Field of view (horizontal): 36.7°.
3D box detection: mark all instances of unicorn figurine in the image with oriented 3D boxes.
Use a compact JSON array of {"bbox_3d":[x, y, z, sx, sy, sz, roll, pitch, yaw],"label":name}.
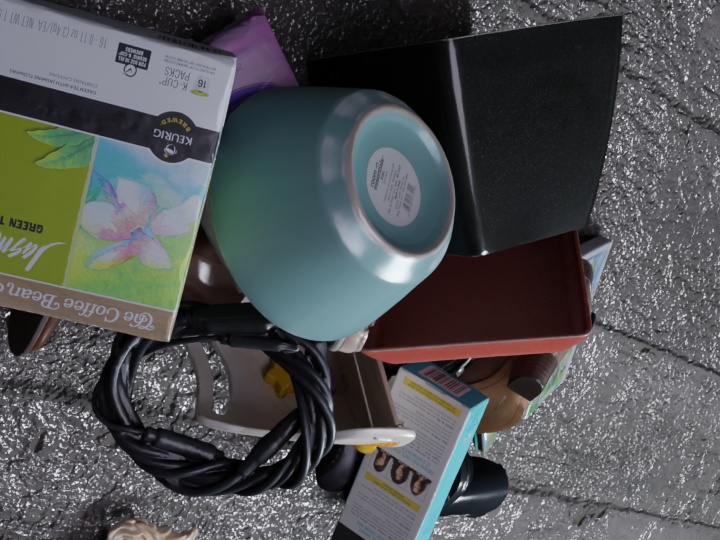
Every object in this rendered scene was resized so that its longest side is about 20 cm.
[{"bbox_3d":[-0.239,0.319,1.014,0.137,0.074,0.202,25,81,-33],"label":"unicorn figurine"}]

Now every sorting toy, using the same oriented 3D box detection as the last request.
[{"bbox_3d":[-0.069,0.087,0.982,0.178,0.201,0.107,3,142,-25],"label":"sorting toy"}]

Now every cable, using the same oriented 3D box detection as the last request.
[{"bbox_3d":[-0.119,0.107,0.887,0.198,0.051,0.165,-5,104,3],"label":"cable"}]

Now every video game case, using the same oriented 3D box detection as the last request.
[{"bbox_3d":[0.227,0.058,1.210,0.200,0.022,0.184,-16,125,-66],"label":"video game case"}]

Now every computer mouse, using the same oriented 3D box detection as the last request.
[{"bbox_3d":[0.019,0.134,1.058,0.058,0.034,0.201,24,100,-31],"label":"computer mouse"}]

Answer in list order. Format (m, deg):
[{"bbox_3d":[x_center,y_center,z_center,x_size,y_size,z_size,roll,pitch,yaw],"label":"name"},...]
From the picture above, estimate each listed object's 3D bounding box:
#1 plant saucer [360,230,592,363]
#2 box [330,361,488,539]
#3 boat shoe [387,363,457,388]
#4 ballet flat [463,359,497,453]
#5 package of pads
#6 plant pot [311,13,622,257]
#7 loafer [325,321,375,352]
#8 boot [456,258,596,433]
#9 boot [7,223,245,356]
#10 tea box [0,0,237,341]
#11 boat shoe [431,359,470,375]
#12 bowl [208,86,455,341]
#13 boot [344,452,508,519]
[{"bbox_3d":[0.103,0.017,0.991,0.198,0.200,0.037,-4,125,9],"label":"plant saucer"},{"bbox_3d":[0.046,0.193,1.043,0.049,0.082,0.202,-15,130,-59],"label":"box"},{"bbox_3d":[0.024,0.121,1.115,0.198,0.072,0.066,-6,118,-29],"label":"boat shoe"},{"bbox_3d":[0.136,0.094,1.150,0.074,0.074,0.202,-18,103,-30],"label":"ballet flat"},{"bbox_3d":[-0.092,-0.095,0.881,0.120,0.076,0.201,-31,104,-20],"label":"package of pads"},{"bbox_3d":[0.098,-0.115,0.947,0.198,0.199,0.180,-15,104,-32],"label":"plant pot"},{"bbox_3d":[0.000,0.000,0.954,0.062,0.201,0.072,18,123,-17],"label":"loafer"},{"bbox_3d":[0.157,0.073,1.069,0.070,0.200,0.147,37,57,-13],"label":"boot"},{"bbox_3d":[-0.176,0.012,0.918,0.199,0.064,0.188,26,94,-45],"label":"boot"},{"bbox_3d":[-0.204,-0.079,0.749,0.198,0.134,0.199,13,101,-12],"label":"tea box"},{"bbox_3d":[0.112,0.020,1.086,0.202,0.071,0.061,-58,175,-7],"label":"boat shoe"},{"bbox_3d":[-0.003,-0.055,0.813,0.200,0.104,0.203,15,68,-43],"label":"bowl"},{"bbox_3d":[0.099,0.223,1.165,0.167,0.077,0.200,1,155,-37],"label":"boot"}]
